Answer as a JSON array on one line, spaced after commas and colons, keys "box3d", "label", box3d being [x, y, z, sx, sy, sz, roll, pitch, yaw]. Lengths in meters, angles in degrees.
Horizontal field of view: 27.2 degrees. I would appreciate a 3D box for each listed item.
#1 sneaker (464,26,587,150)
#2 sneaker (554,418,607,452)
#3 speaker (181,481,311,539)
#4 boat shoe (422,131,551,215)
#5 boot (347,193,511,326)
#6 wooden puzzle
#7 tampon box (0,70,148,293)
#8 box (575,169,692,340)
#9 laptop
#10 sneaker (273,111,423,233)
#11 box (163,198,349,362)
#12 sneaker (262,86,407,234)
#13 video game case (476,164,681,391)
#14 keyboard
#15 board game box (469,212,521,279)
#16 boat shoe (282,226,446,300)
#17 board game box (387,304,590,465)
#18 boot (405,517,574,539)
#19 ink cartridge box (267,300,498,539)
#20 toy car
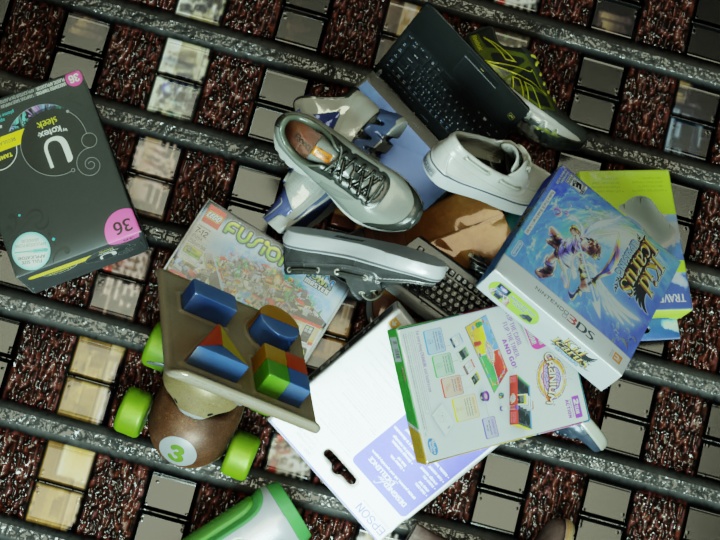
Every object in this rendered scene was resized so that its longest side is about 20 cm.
[{"box3d": [0.197, -0.222, 1.793, 0.200, 0.074, 0.085, 35, 79, 2], "label": "sneaker"}, {"box3d": [0.191, 0.164, 1.736, 0.200, 0.075, 0.085, 36, 87, 8], "label": "sneaker"}, {"box3d": [-0.157, 0.321, 1.671, 0.199, 0.088, 0.089, -32, 84, -8], "label": "speaker"}, {"box3d": [0.164, -0.119, 1.714, 0.199, 0.066, 0.072, 15, 46, -34], "label": "boat shoe"}, {"box3d": [0.094, 0.011, 1.746, 0.199, 0.069, 0.189, -21, 77, -3], "label": "boot"}, {"box3d": [-0.128, 0.076, 1.601, 0.185, 0.200, 0.046, 24, 115, -26], "label": "wooden puzzle"}, {"box3d": [-0.348, -0.098, 1.704, 0.149, 0.126, 0.201, -21, 83, -7], "label": "tampon box"}, {"box3d": [0.319, -0.018, 1.764, 0.121, 0.048, 0.201, -2, 73, -15], "label": "box"}, {"box3d": [0.065, -0.177, 1.761, 0.177, 0.200, 0.103, 47, 44, 3], "label": "laptop"}, {"box3d": [-0.019, -0.109, 1.668, 0.200, 0.079, 0.074, 35, 90, 7], "label": "sneaker"}, {"box3d": [-0.123, 0.015, 1.750, 0.199, 0.035, 0.110, 31, 80, 1], "label": "box"}, {"box3d": [-0.051, -0.141, 1.755, 0.199, 0.081, 0.115, -45, 78, 4], "label": "sneaker"}, {"box3d": [0.246, 0.004, 1.655, 0.181, 0.045, 0.200, 40, 51, -4], "label": "video game case"}, {"box3d": [0.129, 0.031, 1.695, 0.200, 0.040, 0.104, 36, 81, 0], "label": "keyboard"}, {"box3d": [0.219, 0.022, 1.778, 0.135, 0.028, 0.200, -39, 85, -10], "label": "board game box"}, {"box3d": [0.000, 0.000, 1.680, 0.199, 0.070, 0.067, 12, 101, 18], "label": "boat shoe"}, {"box3d": [0.143, 0.117, 1.653, 0.199, 0.040, 0.154, -12, 89, -15], "label": "board game box"}, {"box3d": [0.134, 0.334, 1.698, 0.166, 0.072, 0.200, 34, 83, 0], "label": "boot"}, {"box3d": [0.031, 0.173, 1.696, 0.200, 0.043, 0.198, -40, 96, 6], "label": "ink cartridge box"}, {"box3d": [-0.178, 0.137, 1.642, 0.163, 0.200, 0.159, 22, 80, 0], "label": "toy car"}]
